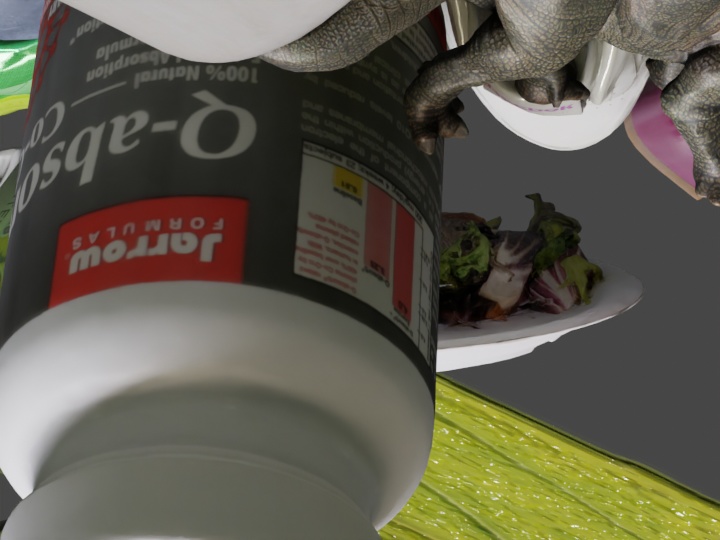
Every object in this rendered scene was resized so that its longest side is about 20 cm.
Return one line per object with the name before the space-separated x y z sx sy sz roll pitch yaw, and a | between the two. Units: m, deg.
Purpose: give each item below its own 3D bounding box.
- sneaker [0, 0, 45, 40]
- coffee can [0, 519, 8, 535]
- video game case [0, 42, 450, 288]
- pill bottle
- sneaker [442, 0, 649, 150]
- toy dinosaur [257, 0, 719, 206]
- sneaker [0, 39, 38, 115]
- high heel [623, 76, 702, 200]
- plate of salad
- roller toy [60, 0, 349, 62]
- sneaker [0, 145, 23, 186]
sneaker | -0.052 -0.136 0.723 0.145 0.077 0.203 5 146 -2
coffee can | -0.105 0.192 1.335 0.199 0.147 0.146 -10 145 41
video game case | -0.071 -0.012 0.862 0.199 0.182 0.023 -10 126 42
pill bottle | -0.036 0.007 0.684 0.115 0.201 0.116 2 144 1
sneaker | 0.048 -0.076 0.757 0.074 0.100 0.200 7 155 9
toy dinosaur | 0.064 -0.075 0.634 0.199 0.077 0.103 11 129 -2
sneaker | -0.141 -0.084 0.879 0.199 0.074 0.084 -12 148 28
high heel | 0.185 -0.019 0.840 0.199 0.068 0.096 26 153 -25
plate of salad | 0.000 0.000 0.923 0.199 0.048 0.200 -3 -170 1
roller toy | -0.033 -0.145 0.559 0.139 0.183 0.200 26 148 -23
sneaker | -0.164 -0.005 1.054 0.199 0.075 0.087 3 169 35
